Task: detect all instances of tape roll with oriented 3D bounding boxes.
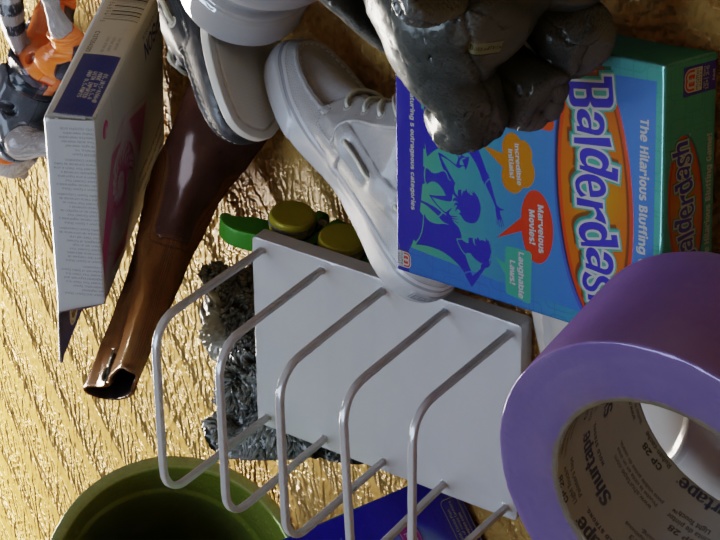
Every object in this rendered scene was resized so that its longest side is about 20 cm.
[{"bbox_3d":[0.174,0.097,1.258,0.199,0.085,0.201,24,136,25],"label":"tape roll"}]

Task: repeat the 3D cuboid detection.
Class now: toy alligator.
[{"bbox_3d":[0.000,0.000,1.607,0.199,0.054,0.060,25,132,26],"label":"toy alligator"}]

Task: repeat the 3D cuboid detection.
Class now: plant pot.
[{"bbox_3d":[-0.151,0.254,1.919,0.201,0.199,0.190,66,164,7],"label":"plant pot"}]

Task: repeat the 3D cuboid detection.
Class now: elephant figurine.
[{"bbox_3d":[0.025,-0.162,1.281,0.200,0.141,0.156,48,155,33],"label":"elephant figurine"}]

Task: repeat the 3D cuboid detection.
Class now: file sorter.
[{"bbox_3d":[-0.012,0.086,1.539,0.199,0.124,0.140,18,125,29],"label":"file sorter"}]

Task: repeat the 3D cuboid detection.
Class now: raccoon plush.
[{"bbox_3d":[-0.028,0.055,1.697,0.199,0.097,0.135,0,95,30],"label":"raccoon plush"}]

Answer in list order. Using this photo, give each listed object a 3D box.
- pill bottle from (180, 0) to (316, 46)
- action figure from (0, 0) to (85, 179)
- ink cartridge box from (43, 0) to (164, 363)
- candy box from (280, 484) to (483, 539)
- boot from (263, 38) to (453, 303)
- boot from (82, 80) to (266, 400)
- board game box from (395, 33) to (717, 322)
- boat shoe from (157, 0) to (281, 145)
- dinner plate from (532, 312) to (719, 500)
[{"bbox_3d":[-0.048,-0.225,1.490,0.112,0.111,0.200,58,149,21],"label":"pill bottle"},{"bbox_3d":[-0.246,-0.158,1.868,0.200,0.104,0.195,57,136,50],"label":"action figure"},{"bbox_3d":[-0.172,-0.070,1.757,0.197,0.043,0.201,-75,-12,-55],"label":"ink cartridge box"},{"bbox_3d":[-0.002,0.242,1.603,0.170,0.199,0.077,64,151,11],"label":"candy box"},{"bbox_3d":[0.019,-0.085,1.521,0.201,0.073,0.096,57,133,23],"label":"boot"},{"bbox_3d":[-0.127,-0.024,1.670,0.068,0.201,0.188,28,156,-15],"label":"boot"},{"bbox_3d":[0.100,-0.055,1.357,0.199,0.045,0.153,17,114,45],"label":"board game box"},{"bbox_3d":[-0.097,-0.158,1.604,0.060,0.074,0.201,-31,58,30],"label":"boat shoe"},{"bbox_3d":[0.148,0.046,1.407,0.200,0.024,0.201,40,140,44],"label":"dinner plate"}]
